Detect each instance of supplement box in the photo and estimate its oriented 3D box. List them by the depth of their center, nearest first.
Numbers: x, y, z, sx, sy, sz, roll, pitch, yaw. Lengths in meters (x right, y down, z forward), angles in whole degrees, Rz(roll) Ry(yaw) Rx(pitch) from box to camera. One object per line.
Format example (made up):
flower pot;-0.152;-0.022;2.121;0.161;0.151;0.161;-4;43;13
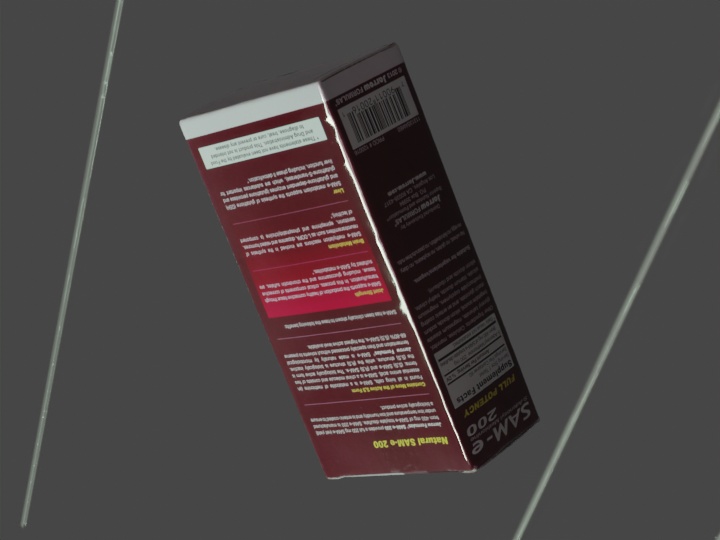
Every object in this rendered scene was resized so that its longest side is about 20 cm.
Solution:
supplement box;0.000;0.000;0.891;0.109;0.061;0.200;-9;107;46
